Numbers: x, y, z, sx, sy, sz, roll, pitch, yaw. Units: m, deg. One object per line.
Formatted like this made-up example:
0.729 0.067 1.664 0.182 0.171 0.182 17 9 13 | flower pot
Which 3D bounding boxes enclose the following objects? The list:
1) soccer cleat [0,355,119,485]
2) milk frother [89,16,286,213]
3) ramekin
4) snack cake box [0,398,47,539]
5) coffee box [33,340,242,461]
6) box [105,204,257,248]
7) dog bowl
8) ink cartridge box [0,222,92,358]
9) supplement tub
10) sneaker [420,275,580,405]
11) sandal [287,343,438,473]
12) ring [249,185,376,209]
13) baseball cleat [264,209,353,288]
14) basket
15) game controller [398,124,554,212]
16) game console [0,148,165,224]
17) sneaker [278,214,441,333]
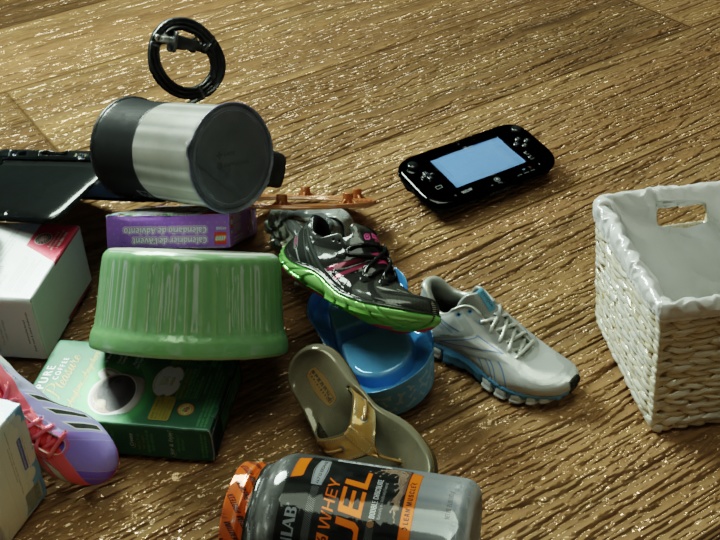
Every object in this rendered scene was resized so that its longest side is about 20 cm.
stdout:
-0.310 0.131 1.031 0.199 0.076 0.067 35 86 13 | soccer cleat
-0.180 -0.177 1.248 0.187 0.203 0.179 10 19 42 | milk frother
-0.169 0.029 1.121 0.197 0.099 0.200 3 2 0 | ramekin
-0.394 0.162 1.019 0.198 0.116 0.067 11 39 19 | snack cake box
-0.226 0.127 1.117 0.197 0.044 0.124 3 35 7 | coffee box
-0.200 -0.052 1.294 0.135 0.040 0.200 -1 6 4 | box
0.014 0.071 1.154 0.110 0.050 0.201 -22 38 -2 | dog bowl
-0.422 0.017 1.250 0.197 0.084 0.146 2 37 10 | ink cartridge box
-0.006 0.216 0.905 0.197 0.124 0.123 5 36 13 | supplement tub
0.132 0.065 1.139 0.199 0.087 0.075 24 41 31 | sneaker
-0.011 0.140 1.031 0.080 0.054 0.200 -47 57 6 | sandal
-0.080 -0.088 1.345 0.198 0.019 0.200 0 7 0 | ring
-0.050 -0.039 1.288 0.105 0.071 0.200 -11 24 -12 | baseball cleat
0.344 0.027 1.109 0.196 0.162 0.201 -7 36 -6 | basket
0.149 -0.132 1.439 0.198 0.043 0.104 -22 39 -23 | game controller
-0.365 -0.081 1.355 0.198 0.176 0.118 5 72 31 | game console
0.000 0.000 1.115 0.199 0.084 0.077 29 1 33 | sneaker
